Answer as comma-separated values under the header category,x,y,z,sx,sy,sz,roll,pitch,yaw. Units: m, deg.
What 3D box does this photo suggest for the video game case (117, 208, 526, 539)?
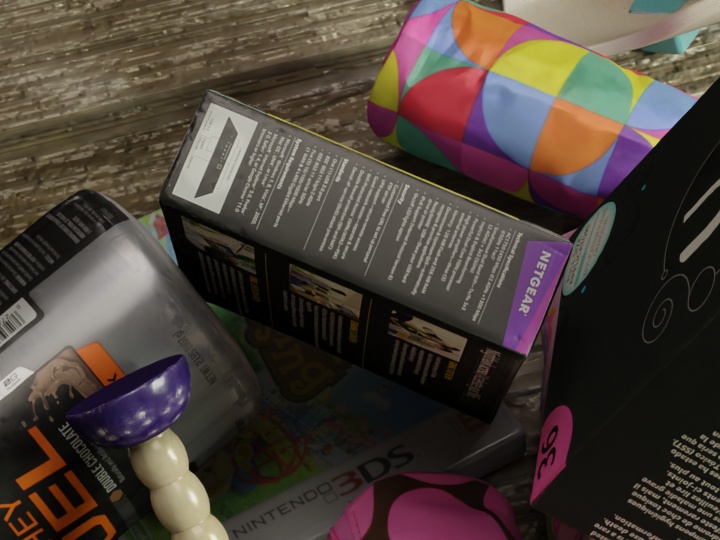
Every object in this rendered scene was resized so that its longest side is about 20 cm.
category,x,y,z,sx,sy,sz,roll,pitch,yaw
video game case,-0.054,0.046,1.144,0.181,0.022,0.200,-25,54,-18

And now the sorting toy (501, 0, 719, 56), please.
category,x,y,z,sx,sy,sz,roll,pitch,yaw
sorting toy,0.108,-0.173,1.276,0.179,0.107,0.201,-21,65,5

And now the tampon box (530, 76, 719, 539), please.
category,x,y,z,sx,sy,sz,roll,pitch,yaw
tampon box,0.171,0.008,0.960,0.126,0.200,0.151,28,42,-13

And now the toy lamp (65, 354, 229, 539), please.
category,x,y,z,sx,sy,sz,roll,pitch,yaw
toy lamp,-0.049,0.134,0.983,0.058,0.058,0.201,-28,96,-20

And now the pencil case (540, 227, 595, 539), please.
category,x,y,z,sx,sy,sz,roll,pitch,yaw
pencil case,0.115,0.071,1.076,0.087,0.088,0.201,0,50,2

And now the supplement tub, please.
category,x,y,z,sx,sy,sz,roll,pitch,yaw
supplement tub,-0.149,0.072,1.044,0.200,0.123,0.122,-40,58,-10

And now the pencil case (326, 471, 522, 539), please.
category,x,y,z,sx,sy,sz,roll,pitch,yaw
pencil case,0.037,0.161,0.975,0.093,0.091,0.200,9,30,-18

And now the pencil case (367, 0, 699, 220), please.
category,x,y,z,sx,sy,sz,roll,pitch,yaw
pencil case,0.100,-0.064,1.188,0.199,0.089,0.089,26,56,20

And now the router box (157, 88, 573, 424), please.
category,x,y,z,sx,sy,sz,roll,pitch,yaw
router box,0.000,0.000,1.023,0.148,0.200,0.051,23,80,3
